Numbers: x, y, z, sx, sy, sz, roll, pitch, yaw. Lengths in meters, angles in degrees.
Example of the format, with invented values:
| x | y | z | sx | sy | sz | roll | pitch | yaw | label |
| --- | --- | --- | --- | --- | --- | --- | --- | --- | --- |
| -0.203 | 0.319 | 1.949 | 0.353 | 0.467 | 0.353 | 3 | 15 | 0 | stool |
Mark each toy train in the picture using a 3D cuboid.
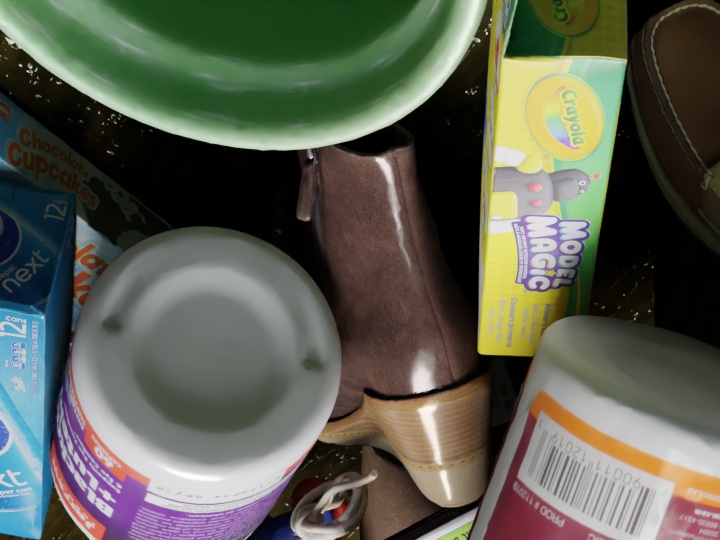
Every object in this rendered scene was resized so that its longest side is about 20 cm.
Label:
| x | y | z | sx | sy | sz | roll | pitch | yaw | label |
| --- | --- | --- | --- | --- | --- | --- | --- | --- | --- |
| -0.015 | 0.167 | 0.893 | 0.116 | 0.085 | 0.200 | 54 | 144 | -4 | toy train |

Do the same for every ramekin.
| x | y | z | sx | sy | sz | roll | pitch | yaw | label |
| --- | --- | --- | --- | --- | --- | --- | --- | --- | --- |
| -0.040 | -0.145 | 0.598 | 0.199 | 0.098 | 0.201 | 14 | 138 | 13 | ramekin |

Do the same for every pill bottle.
| x | y | z | sx | sy | sz | roll | pitch | yaw | label |
| --- | --- | --- | --- | --- | --- | --- | --- | --- | --- |
| -0.081 | 0.069 | 0.831 | 0.111 | 0.112 | 0.200 | 12 | 155 | -9 | pill bottle |
| 0.091 | 0.129 | 0.710 | 0.113 | 0.114 | 0.201 | 15 | 107 | -12 | pill bottle |

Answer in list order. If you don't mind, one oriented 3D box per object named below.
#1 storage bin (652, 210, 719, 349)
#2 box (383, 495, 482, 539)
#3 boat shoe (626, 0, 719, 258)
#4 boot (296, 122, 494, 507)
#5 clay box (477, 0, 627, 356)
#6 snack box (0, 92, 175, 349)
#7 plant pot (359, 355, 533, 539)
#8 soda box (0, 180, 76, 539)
| x | y | z | sx | sy | sz | roll | pitch | yaw | label |
| --- | --- | --- | --- | --- | --- | --- | --- | --- | --- |
| 0.235 | 0.019 | 0.814 | 0.198 | 0.094 | 0.136 | 5 | 143 | -1 | storage bin |
| 0.093 | 0.134 | 0.790 | 0.199 | 0.035 | 0.110 | -31 | 92 | 20 | box |
| 0.173 | -0.019 | 0.701 | 0.075 | 0.201 | 0.074 | -30 | 169 | -7 | boat shoe |
| 0.000 | 0.000 | 0.830 | 0.072 | 0.200 | 0.167 | -20 | 110 | -17 | boot |
| 0.071 | -0.071 | 0.700 | 0.047 | 0.115 | 0.201 | 3 | 143 | 2 | clay box |
| -0.158 | -0.009 | 0.874 | 0.116 | 0.037 | 0.200 | -24 | 134 | 32 | snack box |
| 0.075 | 0.141 | 0.948 | 0.186 | 0.187 | 0.201 | -8 | 126 | 17 | plant pot |
| -0.170 | 0.044 | 0.856 | 0.064 | 0.068 | 0.201 | 10 | 144 | -3 | soda box |
